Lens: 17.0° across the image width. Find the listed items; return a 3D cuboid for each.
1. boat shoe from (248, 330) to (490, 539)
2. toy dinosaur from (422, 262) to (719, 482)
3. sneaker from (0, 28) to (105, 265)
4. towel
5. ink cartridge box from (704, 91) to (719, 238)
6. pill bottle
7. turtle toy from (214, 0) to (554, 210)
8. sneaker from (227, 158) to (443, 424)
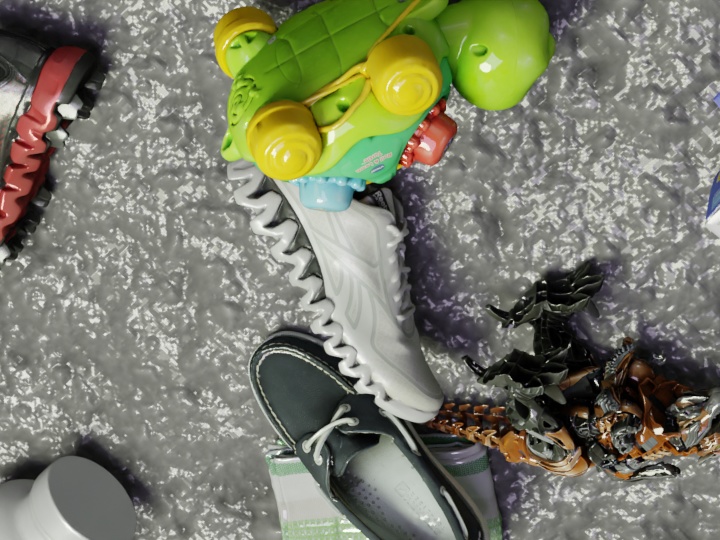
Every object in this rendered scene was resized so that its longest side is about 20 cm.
[{"bbox_3d":[0.003,0.115,1.508,0.200,0.060,0.076,41,99,9],"label":"boat shoe"},{"bbox_3d":[0.127,0.086,1.474,0.200,0.102,0.136,-19,126,12],"label":"toy dinosaur"},{"bbox_3d":[-0.238,-0.068,1.500,0.098,0.071,0.200,28,118,-1],"label":"sneaker"},{"bbox_3d":[0.023,0.199,1.590,0.149,0.031,0.200,-1,116,16],"label":"towel"},{"bbox_3d":[0.291,-0.044,1.369,0.200,0.076,0.136,38,119,-8],"label":"ink cartridge box"},{"bbox_3d":[-0.239,0.210,1.621,0.104,0.104,0.200,42,119,-8],"label":"pill bottle"},{"bbox_3d":[0.013,-0.107,1.374,0.200,0.146,0.101,-27,128,5],"label":"turtle toy"},{"bbox_3d":[0.000,0.000,1.459,0.081,0.075,0.200,-31,91,11],"label":"sneaker"}]
